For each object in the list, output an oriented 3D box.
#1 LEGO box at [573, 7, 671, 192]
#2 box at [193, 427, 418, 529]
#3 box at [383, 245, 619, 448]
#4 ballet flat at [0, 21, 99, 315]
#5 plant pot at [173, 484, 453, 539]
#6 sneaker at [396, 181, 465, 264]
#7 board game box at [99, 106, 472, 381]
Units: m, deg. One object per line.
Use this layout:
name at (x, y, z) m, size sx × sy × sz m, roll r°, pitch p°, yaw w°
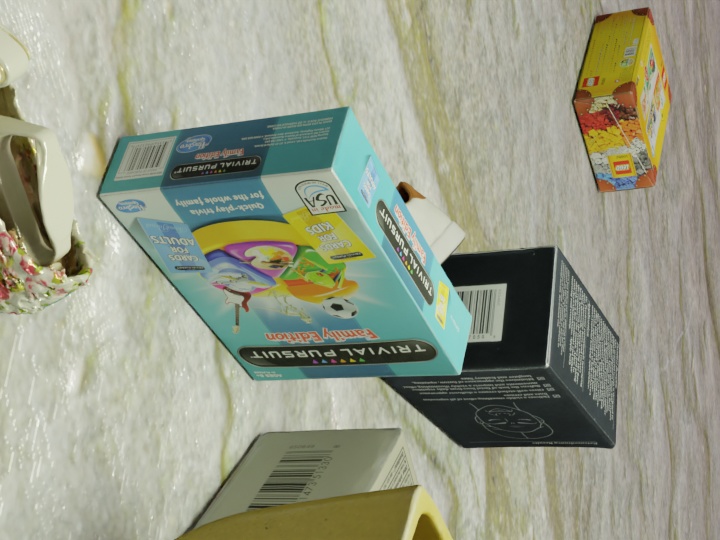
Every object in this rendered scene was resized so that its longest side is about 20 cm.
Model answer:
LEGO box at (0.348, -0.226, 1.710) m, size 0.201 × 0.077 × 0.150 m, roll -68°, pitch 144°, yaw -44°
box at (-0.015, 0.219, 0.836) m, size 0.128 × 0.108 × 0.202 m, roll -52°, pitch 132°, yaw -56°
box at (0.125, 0.072, 1.110) m, size 0.200 × 0.147 × 0.108 m, roll 46°, pitch 46°, yaw -54°
ballet flat at (-0.173, -0.072, 0.606) m, size 0.076 × 0.063 × 0.201 m, roll -54°, pitch 133°, yaw -53°
plant pot at (-0.050, 0.242, 0.655) m, size 0.195 × 0.198 × 0.196 m, roll -69°, pitch 145°, yaw -42°
sneaker at (0.000, 0.000, 0.980) m, size 0.085 × 0.073 × 0.200 m, roll 46°, pitch 42°, yaw -2°
board game box at (-0.038, -0.006, 0.777) m, size 0.200 × 0.150 × 0.047 m, roll 56°, pitch 39°, yaw -45°
